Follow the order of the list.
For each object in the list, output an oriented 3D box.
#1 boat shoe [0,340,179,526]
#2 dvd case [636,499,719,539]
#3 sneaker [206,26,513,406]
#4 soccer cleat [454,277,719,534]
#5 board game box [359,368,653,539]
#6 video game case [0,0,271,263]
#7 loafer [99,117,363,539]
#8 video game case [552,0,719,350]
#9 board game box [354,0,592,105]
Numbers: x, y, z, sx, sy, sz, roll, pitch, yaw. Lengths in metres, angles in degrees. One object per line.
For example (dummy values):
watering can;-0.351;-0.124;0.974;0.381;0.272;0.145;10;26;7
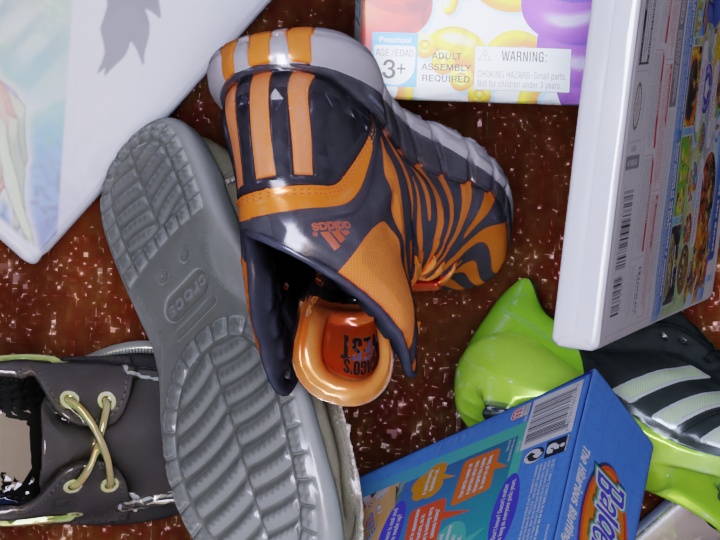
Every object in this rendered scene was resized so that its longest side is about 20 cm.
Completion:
boat shoe;-0.123;0.067;1.128;0.200;0.061;0.072;-1;97;-1
dvd case;0.188;0.125;1.163;0.200;0.018;0.143;-42;96;3
sneaker;0.000;0.000;1.041;0.077;0.200;0.112;-12;68;23
soccer cleat;0.134;0.061;1.120;0.199;0.068;0.081;22;54;3
board game box;0.004;0.131;1.055;0.200;0.152;0.045;-26;116;29
video game case;-0.140;-0.135;1.123;0.200;0.022;0.182;42;94;-6
loafer;-0.035;0.032;1.084;0.075;0.070;0.200;-37;57;34
video game case;0.108;-0.052;1.052;0.018;0.200;0.144;8;97;17
board game box;0.051;-0.165;1.082;0.103;0.105;0.201;2;98;-2
